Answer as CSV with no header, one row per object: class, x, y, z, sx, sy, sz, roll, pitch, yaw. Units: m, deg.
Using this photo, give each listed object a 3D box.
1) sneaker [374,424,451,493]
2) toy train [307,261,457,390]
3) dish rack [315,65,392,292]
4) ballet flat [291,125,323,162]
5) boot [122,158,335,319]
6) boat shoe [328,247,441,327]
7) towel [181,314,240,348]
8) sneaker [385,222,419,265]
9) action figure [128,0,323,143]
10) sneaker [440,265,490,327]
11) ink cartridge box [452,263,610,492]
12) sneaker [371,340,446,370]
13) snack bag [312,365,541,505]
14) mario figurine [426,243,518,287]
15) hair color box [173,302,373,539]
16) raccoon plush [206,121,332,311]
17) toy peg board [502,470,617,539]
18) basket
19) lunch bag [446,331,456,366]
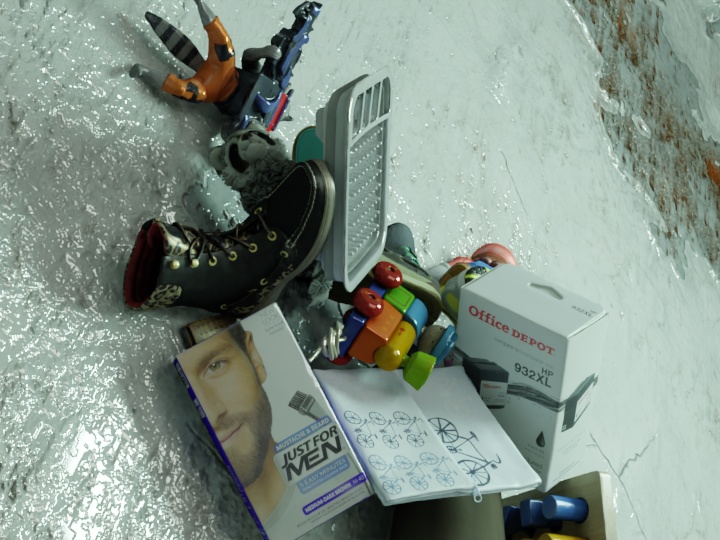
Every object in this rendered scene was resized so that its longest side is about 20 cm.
sneaker,0.005,0.184,1.203,0.198,0.079,0.080,0,105,-29
toy train,0.025,0.081,1.173,0.115,0.085,0.200,34,29,2
dish rack,-0.008,-0.094,1.158,0.172,0.043,0.203,-51,144,-67
ballet flat,-0.028,-0.072,1.383,0.063,0.068,0.202,-8,76,-84
boot,-0.123,-0.027,1.088,0.149,0.200,0.074,2,50,-39
boat shoe,0.001,-0.001,1.317,0.199,0.072,0.066,25,26,-2
towel,-0.096,0.134,1.181,0.146,0.022,0.202,-17,82,-56
sneaker,0.062,0.016,1.410,0.074,0.087,0.202,39,42,-33
action figure,-0.134,-0.229,1.271,0.193,0.104,0.201,38,83,-44
sneaker,0.163,0.082,1.404,0.201,0.076,0.076,56,42,-17
ink cartridge box,0.179,0.116,1.283,0.083,0.144,0.202,-25,130,-41
sneaker,0.054,0.152,1.334,0.109,0.070,0.201,-46,145,-17
snack bag,0.068,0.158,1.169,0.198,0.022,0.189,2,35,-31
mario figurine,0.156,0.032,1.523,0.125,0.105,0.200,62,17,4
hair color box,-0.083,0.146,1.094,0.108,0.065,0.202,-28,86,-14
raccoon plush,-0.100,-0.058,1.242,0.096,0.202,0.134,-23,47,-32
toy peg board,0.181,0.334,1.278,0.097,0.199,0.202,12,64,-31
basket,0.091,0.286,1.233,0.134,0.182,0.201,12,40,-3
lunch bag,0.174,0.144,1.492,0.199,0.077,0.162,8,63,-52
